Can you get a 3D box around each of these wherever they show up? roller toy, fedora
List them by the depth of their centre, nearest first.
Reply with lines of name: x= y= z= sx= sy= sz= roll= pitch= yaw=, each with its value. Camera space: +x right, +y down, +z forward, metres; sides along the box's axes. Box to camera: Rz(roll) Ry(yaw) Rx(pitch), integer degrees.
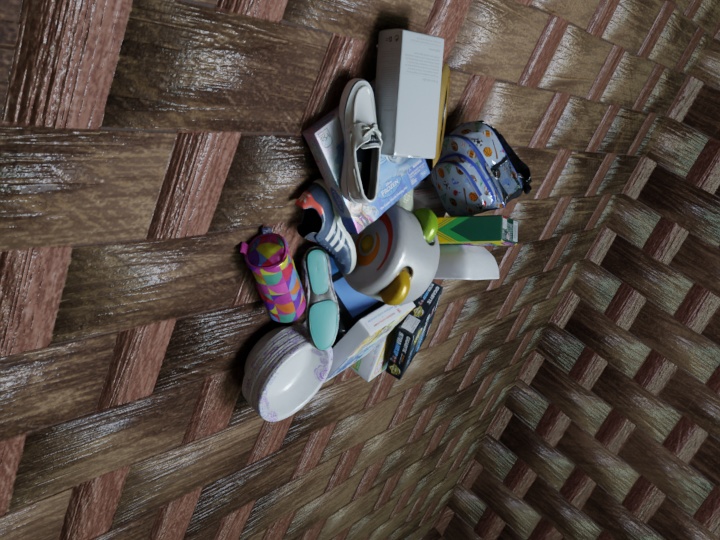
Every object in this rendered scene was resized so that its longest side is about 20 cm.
fedora: x=0.121 y=-0.295 z=1.375 sx=0.201 sy=0.079 sz=0.207 roll=9 pitch=90 yaw=-82
roller toy: x=0.051 y=-0.033 z=1.433 sx=0.138 sy=0.180 sz=0.206 roll=20 pitch=80 yaw=-41

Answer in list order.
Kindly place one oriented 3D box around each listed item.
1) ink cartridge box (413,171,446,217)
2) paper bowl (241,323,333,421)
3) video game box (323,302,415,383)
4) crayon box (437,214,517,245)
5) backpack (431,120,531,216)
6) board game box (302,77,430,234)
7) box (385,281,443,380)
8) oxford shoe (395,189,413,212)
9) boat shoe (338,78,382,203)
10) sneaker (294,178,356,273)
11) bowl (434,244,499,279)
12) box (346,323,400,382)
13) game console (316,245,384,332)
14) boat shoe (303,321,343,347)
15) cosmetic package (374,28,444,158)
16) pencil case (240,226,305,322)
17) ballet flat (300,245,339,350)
ink cartridge box: x=0.133 y=-0.119 z=1.648 sx=0.115 sy=0.067 sz=0.204 roll=-17 pitch=135 yaw=-51
paper bowl: x=-0.158 y=0.198 z=1.492 sx=0.199 sy=0.104 sz=0.203 roll=-34 pitch=146 yaw=-27
video game box: x=0.008 y=0.146 z=1.589 sx=0.181 sy=0.047 sz=0.200 roll=-31 pitch=166 yaw=-50
crayon box: x=0.242 y=-0.085 z=1.583 sx=0.199 sy=0.168 sz=0.060 roll=1 pitch=90 yaw=-69
backpack: x=0.238 y=-0.216 z=1.573 sx=0.153 sy=0.194 sz=0.198 roll=-31 pitch=-169 yaw=-32
board game box: x=0.017 y=-0.206 z=1.287 sx=0.199 sy=0.043 sz=0.202 roll=-41 pitch=122 yaw=-25
box: x=0.126 y=0.143 z=1.730 sx=0.160 sy=0.045 sz=0.202 roll=-53 pitch=164 yaw=-36
oxford shoe: x=0.076 y=-0.123 z=1.548 sx=0.075 sy=0.057 sz=0.204 roll=-49 pitch=149 yaw=-41
boat shoe: x=0.005 y=-0.213 z=1.206 sx=0.071 sy=0.065 sz=0.206 roll=0 pitch=99 yaw=-37
sneaker: x=-0.070 y=-0.065 z=1.345 sx=0.084 sy=0.074 sz=0.203 roll=-38 pitch=127 yaw=-26
bowl: x=0.198 y=-0.017 z=1.624 sx=0.198 sy=0.195 sz=0.077 roll=2 pitch=89 yaw=-57
box: x=0.039 y=0.147 z=1.759 sx=0.112 sy=0.100 sz=0.204 roll=-26 pitch=143 yaw=-51
game console: x=0.000 y=0.000 z=1.525 sx=0.198 sy=0.173 sz=0.118 roll=-30 pitch=173 yaw=-38
boat shoe: x=-0.072 y=0.159 z=1.645 sx=0.074 sy=0.060 sz=0.200 roll=-50 pitch=153 yaw=-6
cosmetic package: x=0.080 y=-0.298 z=1.246 sx=0.100 sy=0.073 sz=0.206 roll=-2 pitch=102 yaw=-37
pencil case: x=-0.153 y=0.014 z=1.322 sx=0.088 sy=0.088 sz=0.202 roll=-43 pitch=150 yaw=-20
ballet flat: x=-0.081 y=0.052 z=1.432 sx=0.071 sy=0.071 sz=0.206 roll=-15 pitch=104 yaw=-51
